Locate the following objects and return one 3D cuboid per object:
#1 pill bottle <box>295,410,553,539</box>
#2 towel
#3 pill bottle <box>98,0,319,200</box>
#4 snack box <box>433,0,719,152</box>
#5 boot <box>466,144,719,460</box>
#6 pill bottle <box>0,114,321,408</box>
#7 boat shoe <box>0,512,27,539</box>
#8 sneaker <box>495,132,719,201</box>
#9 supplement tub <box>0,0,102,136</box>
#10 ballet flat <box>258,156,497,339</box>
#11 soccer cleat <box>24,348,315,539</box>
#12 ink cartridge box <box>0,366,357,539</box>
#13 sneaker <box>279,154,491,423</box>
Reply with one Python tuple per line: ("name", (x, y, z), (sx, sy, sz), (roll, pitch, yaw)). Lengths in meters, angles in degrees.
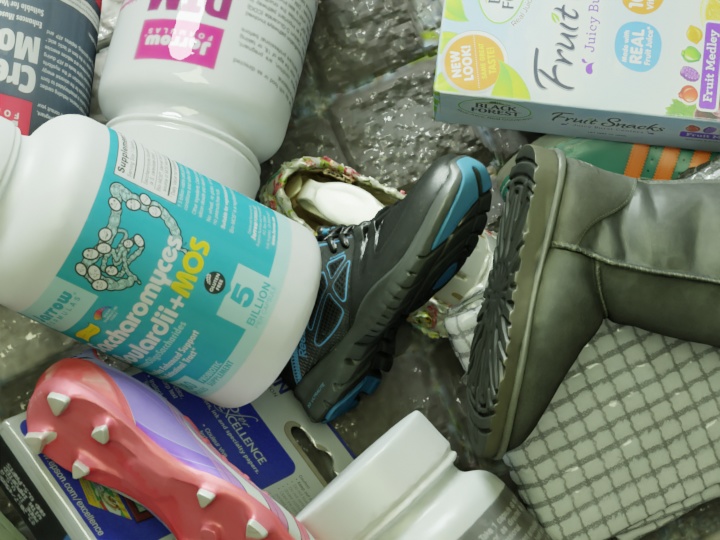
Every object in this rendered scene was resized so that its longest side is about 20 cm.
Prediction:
("pill bottle", (0.061, 0.181, 1.276), (0.114, 0.114, 0.200), (-41, 89, -9))
("towel", (0.159, 0.050, 1.324), (0.199, 0.086, 0.166), (-28, 100, -1))
("pill bottle", (-0.089, -0.129, 1.383), (0.113, 0.113, 0.201), (10, 69, 6))
("snack box", (0.147, -0.147, 1.346), (0.199, 0.053, 0.143), (7, 73, 3))
("boot", (0.166, 0.028, 1.251), (0.199, 0.073, 0.183), (12, 100, -15))
("pill bottle", (-0.129, -0.012, 1.273), (0.199, 0.111, 0.111), (26, 75, -21))
("boat shoe", (-0.230, 0.169, 1.343), (0.061, 0.072, 0.202), (-35, 85, 38))
("sneaker", (0.182, -0.053, 1.379), (0.199, 0.071, 0.080), (-13, 69, -2))
("supplement tub", (-0.227, -0.094, 1.375), (0.140, 0.140, 0.201), (3, 74, 4))
("ballet flat", (0.030, -0.010, 1.378), (0.199, 0.064, 0.076), (21, 74, 8))
("soccer cleat", (-0.087, 0.113, 1.256), (0.200, 0.077, 0.067), (35, 121, 1))
("ink cartridge box", (-0.080, 0.140, 1.320), (0.200, 0.047, 0.198), (-21, 68, -48))
("sneaker", (0.000, 0.000, 1.320), (0.082, 0.200, 0.073), (46, 37, 14))
